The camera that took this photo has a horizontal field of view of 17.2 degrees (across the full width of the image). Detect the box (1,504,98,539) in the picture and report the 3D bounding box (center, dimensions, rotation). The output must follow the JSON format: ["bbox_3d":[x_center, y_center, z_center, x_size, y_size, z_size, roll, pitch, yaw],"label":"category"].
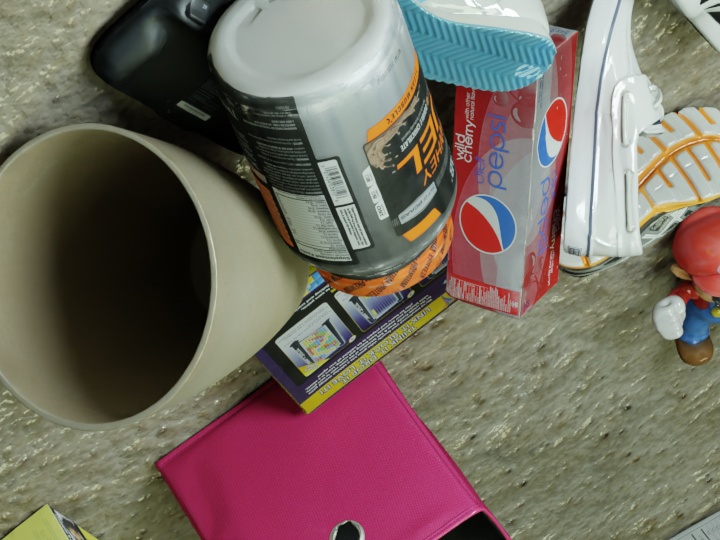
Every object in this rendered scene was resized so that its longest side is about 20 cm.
[{"bbox_3d":[-0.204,0.253,1.868,0.050,0.075,0.200,-38,148,1],"label":"box"}]

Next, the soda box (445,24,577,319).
[{"bbox_3d":[0.105,-0.073,1.673,0.070,0.063,0.201,-40,139,-52],"label":"soda box"}]

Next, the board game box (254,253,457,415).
[{"bbox_3d":[0.000,0.000,1.753,0.200,0.057,0.165,-37,151,-1],"label":"board game box"}]

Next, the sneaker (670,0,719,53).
[{"bbox_3d":[0.259,-0.231,1.698,0.112,0.073,0.200,-46,156,8],"label":"sneaker"}]

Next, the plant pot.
[{"bbox_3d":[-0.120,0.000,1.541,0.187,0.187,0.200,-50,160,21],"label":"plant pot"}]

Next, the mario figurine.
[{"bbox_3d":[0.313,0.027,2.043,0.200,0.106,0.124,73,39,-65],"label":"mario figurine"}]

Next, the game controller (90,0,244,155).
[{"bbox_3d":[-0.085,-0.131,1.523,0.104,0.042,0.200,-31,151,20],"label":"game controller"}]

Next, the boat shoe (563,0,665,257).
[{"bbox_3d":[0.184,-0.108,1.690,0.074,0.065,0.201,-22,118,-83],"label":"boat shoe"}]

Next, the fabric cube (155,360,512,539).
[{"bbox_3d":[-0.007,0.201,1.874,0.196,0.200,0.200,-36,149,0],"label":"fabric cube"}]

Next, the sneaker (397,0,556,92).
[{"bbox_3d":[0.029,-0.176,1.535,0.199,0.081,0.077,15,136,-28],"label":"sneaker"}]

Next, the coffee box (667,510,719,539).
[{"bbox_3d":[0.448,0.365,2.535,0.197,0.200,0.200,-28,147,-13],"label":"coffee box"}]

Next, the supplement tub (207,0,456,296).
[{"bbox_3d":[-0.011,-0.082,1.483,0.122,0.123,0.200,-32,138,-8],"label":"supplement tub"}]

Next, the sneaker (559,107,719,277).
[{"bbox_3d":[0.229,-0.061,1.892,0.200,0.078,0.077,-30,161,-5],"label":"sneaker"}]
